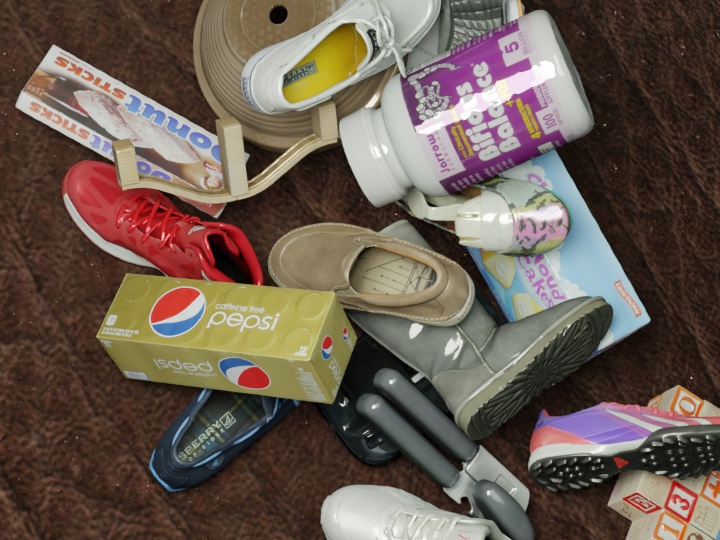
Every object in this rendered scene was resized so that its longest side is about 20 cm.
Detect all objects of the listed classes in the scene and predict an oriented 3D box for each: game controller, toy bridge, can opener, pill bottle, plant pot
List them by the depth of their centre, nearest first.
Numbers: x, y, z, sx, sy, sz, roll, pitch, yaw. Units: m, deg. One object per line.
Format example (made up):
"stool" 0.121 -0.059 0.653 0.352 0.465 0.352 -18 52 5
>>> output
"toy bridge" -0.107 -0.094 1.320 0.198 0.027 0.068 -14 116 -18
"pill bottle" 0.087 -0.129 1.324 0.198 0.112 0.113 -24 78 13
"can opener" 0.081 0.159 1.348 0.200 0.066 0.053 43 73 -20
"plant pot" -0.061 -0.211 1.381 0.198 0.093 0.203 -2 79 13
"game controller" 0.051 0.086 1.402 0.199 0.042 0.104 -34 71 -27

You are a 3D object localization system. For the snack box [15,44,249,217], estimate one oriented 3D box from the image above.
"snack box" -0.197 -0.122 1.376 0.199 0.024 0.072 29 44 -8

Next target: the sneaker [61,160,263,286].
"sneaker" -0.158 -0.040 1.322 0.199 0.116 0.079 35 64 -5

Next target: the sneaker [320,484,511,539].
"sneaker" 0.065 0.224 1.318 0.198 0.099 0.079 20 66 -12

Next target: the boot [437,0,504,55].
"boot" 0.100 -0.222 1.413 0.067 0.202 0.131 2 26 0

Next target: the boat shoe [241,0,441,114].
"boat shoe" 0.001 -0.188 1.292 0.201 0.086 0.075 -30 114 -25

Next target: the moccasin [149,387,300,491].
"moccasin" -0.091 0.109 1.320 0.080 0.068 0.200 40 63 -3

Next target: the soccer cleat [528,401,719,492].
"soccer cleat" 0.244 0.143 1.380 0.198 0.068 0.074 -11 46 21

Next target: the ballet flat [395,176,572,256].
"ballet flat" 0.094 -0.051 1.368 0.071 0.199 0.070 -11 110 -35

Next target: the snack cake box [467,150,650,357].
"snack cake box" 0.166 -0.012 1.428 0.067 0.115 0.201 -25 81 -25

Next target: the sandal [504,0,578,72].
"sandal" 0.172 -0.171 1.439 0.058 0.207 0.080 -7 59 9

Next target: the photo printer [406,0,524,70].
"photo printer" 0.052 -0.197 1.478 0.165 0.069 0.202 27 65 -9

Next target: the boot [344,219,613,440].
"boot" 0.094 0.028 1.364 0.181 0.073 0.200 -33 52 -11

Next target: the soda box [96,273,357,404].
"soda box" -0.107 0.054 1.271 0.198 0.064 0.068 5 55 24

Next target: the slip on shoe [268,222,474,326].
"slip on shoe" 0.000 0.000 1.336 0.198 0.061 0.077 17 82 31

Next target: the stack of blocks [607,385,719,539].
"stack of blocks" 0.287 0.222 1.421 0.114 0.059 0.201 30 65 -7
